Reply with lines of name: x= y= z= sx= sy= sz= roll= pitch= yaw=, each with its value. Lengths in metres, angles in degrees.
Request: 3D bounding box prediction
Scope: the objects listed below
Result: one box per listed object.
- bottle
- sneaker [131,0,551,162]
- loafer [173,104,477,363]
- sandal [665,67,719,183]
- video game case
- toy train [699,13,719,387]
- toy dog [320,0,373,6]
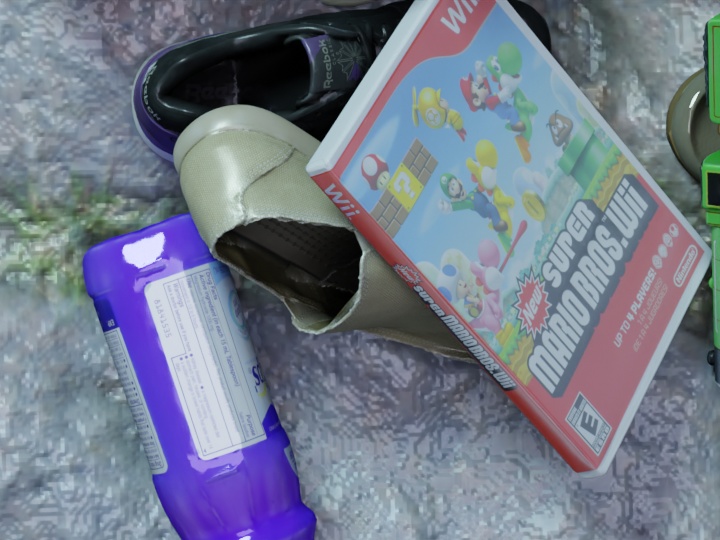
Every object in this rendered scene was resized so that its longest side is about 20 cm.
bottle: x=-0.066 y=0.075 z=1.014 sx=0.065 sy=0.084 sz=0.201 roll=-19 pitch=91 yaw=-2
sneaker: x=-0.003 y=-0.085 z=1.024 sx=0.199 sy=0.088 sz=0.076 roll=-12 pitch=90 yaw=-8
loafer: x=0.000 y=0.000 z=1.006 sx=0.199 sy=0.076 sz=0.069 roll=26 pitch=46 yaw=-24
sandal: x=0.240 y=-0.036 z=1.074 sx=0.199 sy=0.054 sz=0.081 roll=28 pitch=85 yaw=-6
video game case: x=0.073 y=-0.025 z=1.009 sx=0.200 sy=0.017 sz=0.143 roll=47 pitch=53 yaw=-22
toy train: x=0.187 y=-0.028 z=1.045 sx=0.056 sy=0.042 sz=0.201 roll=8 pitch=111 yaw=30
toy dog: x=-0.068 y=-0.196 z=0.996 sx=0.199 sy=0.194 sz=0.140 roll=-4 pitch=63 yaw=2
